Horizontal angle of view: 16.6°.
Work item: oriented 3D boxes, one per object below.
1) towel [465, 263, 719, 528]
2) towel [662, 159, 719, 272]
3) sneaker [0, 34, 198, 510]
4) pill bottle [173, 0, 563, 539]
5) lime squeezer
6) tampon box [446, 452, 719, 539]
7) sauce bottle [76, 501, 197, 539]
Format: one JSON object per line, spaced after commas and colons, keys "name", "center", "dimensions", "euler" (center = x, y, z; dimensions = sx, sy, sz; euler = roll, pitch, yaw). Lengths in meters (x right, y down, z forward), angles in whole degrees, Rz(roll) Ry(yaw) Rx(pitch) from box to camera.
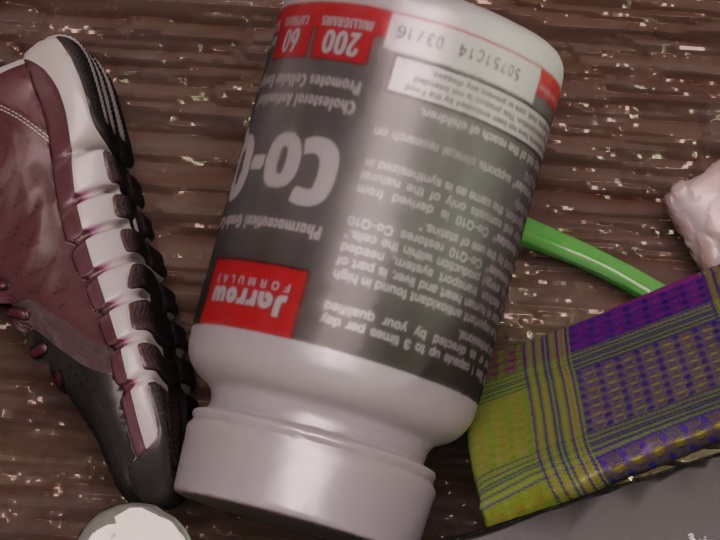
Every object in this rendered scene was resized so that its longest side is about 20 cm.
{"name": "towel", "center": [0.135, 0.034, 0.931], "dimensions": [0.200, 0.144, 0.023], "euler": [-21, 109, 7]}
{"name": "towel", "center": [0.254, 0.005, 1.016], "dimensions": [0.191, 0.032, 0.200], "euler": [-31, 77, -12]}
{"name": "sneaker", "center": [-0.137, 0.013, 0.985], "dimensions": [0.115, 0.076, 0.200], "euler": [-17, 71, 5]}
{"name": "pill bottle", "center": [0.000, 0.000, 0.938], "dimensions": [0.114, 0.114, 0.200], "euler": [15, 81, 2]}
{"name": "lime squeezer", "center": [0.047, -0.057, 1.023], "dimensions": [0.071, 0.038, 0.200], "euler": [-31, 74, -8]}
{"name": "tampon box", "center": [0.070, 0.163, 0.894], "dimensions": [0.200, 0.150, 0.126], "euler": [-17, 73, -7]}
{"name": "sauce bottle", "center": [-0.078, 0.125, 0.875], "dimensions": [0.065, 0.200, 0.065], "euler": [1, 73, -4]}
